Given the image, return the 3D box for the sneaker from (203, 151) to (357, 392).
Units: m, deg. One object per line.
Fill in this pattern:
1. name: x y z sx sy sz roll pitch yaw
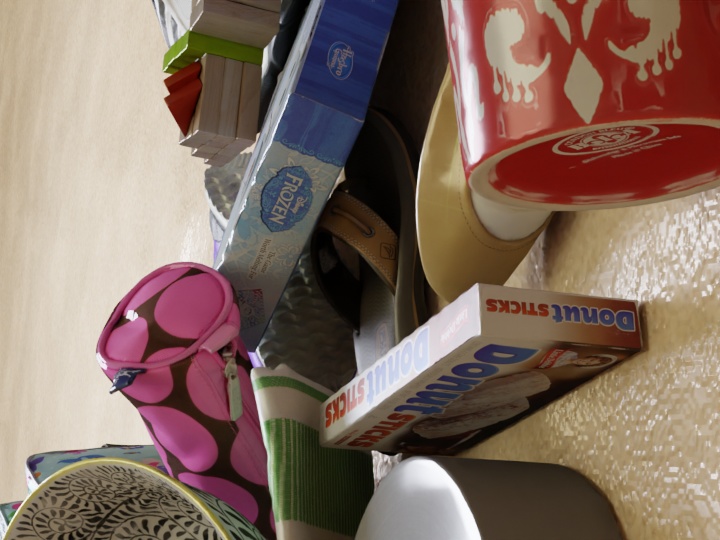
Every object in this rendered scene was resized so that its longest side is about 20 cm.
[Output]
1. sneaker: -0.044 0.026 1.081 0.201 0.069 0.100 -111 17 -44

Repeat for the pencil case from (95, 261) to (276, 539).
1. pencil case: -0.065 0.095 0.964 0.093 0.201 0.091 7 48 39

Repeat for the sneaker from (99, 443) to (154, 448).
1. sneaker: -0.154 0.194 1.288 0.075 0.105 0.201 -111 32 -52

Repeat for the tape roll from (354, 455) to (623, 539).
1. tape roll: 0.049 0.180 0.753 0.200 0.065 0.203 -176 90 -71

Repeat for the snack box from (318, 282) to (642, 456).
1. snack box: 0.045 0.047 0.784 0.200 0.071 0.025 137 136 -64

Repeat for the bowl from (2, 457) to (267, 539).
1. bowl: -0.091 0.192 0.918 0.199 0.094 0.203 1 91 38

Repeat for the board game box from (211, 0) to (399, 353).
1. board game box: -0.025 -0.091 0.978 0.200 0.043 0.201 119 170 -49

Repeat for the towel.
1. towel: -0.017 0.155 0.891 0.153 0.023 0.202 40 -136 -70

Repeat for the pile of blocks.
1. pile of blocks: -0.080 -0.160 1.007 0.082 0.062 0.202 -151 73 -67

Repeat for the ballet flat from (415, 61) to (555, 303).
1. ballet flat: 0.068 -0.076 0.764 0.063 0.068 0.202 27 113 55

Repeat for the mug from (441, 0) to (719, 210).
1. mug: 0.088 -0.137 0.623 0.177 0.132 0.202 142 127 -68

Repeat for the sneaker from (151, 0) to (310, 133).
1. sneaker: -0.076 -0.181 1.101 0.076 0.115 0.201 -41 -13 -41

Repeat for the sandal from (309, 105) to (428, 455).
1. sandal: 0.000 0.000 0.956 0.082 0.054 0.202 131 142 -60

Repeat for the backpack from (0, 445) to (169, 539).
1. backpack: -0.133 0.200 1.122 0.200 0.176 0.152 -128 40 -58
